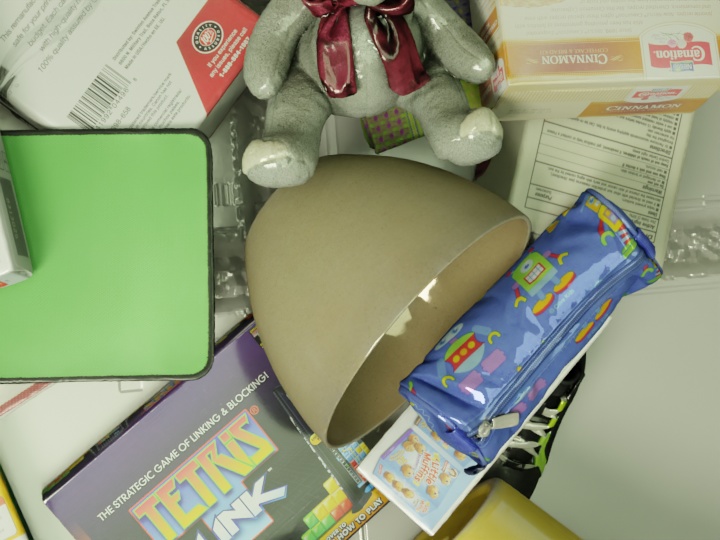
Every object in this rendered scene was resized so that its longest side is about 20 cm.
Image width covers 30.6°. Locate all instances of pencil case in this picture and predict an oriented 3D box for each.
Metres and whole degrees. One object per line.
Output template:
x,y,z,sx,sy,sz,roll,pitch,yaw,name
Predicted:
0.115,0.040,0.875,0.200,0.087,0.078,-47,118,-2,pencil case

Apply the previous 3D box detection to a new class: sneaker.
0.124,0.088,0.979,0.071,0.083,0.202,14,86,-13,sneaker

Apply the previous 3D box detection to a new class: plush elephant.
0.004,-0.172,0.817,0.163,0.155,0.201,-2,52,-1,plush elephant

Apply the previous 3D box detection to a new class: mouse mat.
-0.191,-0.010,0.830,0.198,0.008,0.163,-1,85,-3,mouse mat

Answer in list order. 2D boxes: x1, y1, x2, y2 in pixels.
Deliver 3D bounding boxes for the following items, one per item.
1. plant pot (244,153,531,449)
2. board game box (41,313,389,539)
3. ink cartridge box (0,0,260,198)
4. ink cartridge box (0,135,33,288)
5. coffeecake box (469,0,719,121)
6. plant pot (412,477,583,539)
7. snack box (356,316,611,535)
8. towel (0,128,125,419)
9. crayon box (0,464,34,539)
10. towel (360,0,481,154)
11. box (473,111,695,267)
0.000,0.000,0.885,0.134,0.201,0.200,42,79,17,plant pot
-0.097,0.157,0.936,0.200,0.057,0.166,-41,100,-12,board game box
-0.182,-0.158,0.890,0.199,0.084,0.145,36,81,-2,ink cartridge box
-0.317,-0.047,0.810,0.198,0.050,0.164,-16,86,5,ink cartridge box
0.152,-0.208,0.883,0.152,0.073,0.202,-3,78,-9,coffeecake box
0.113,0.259,0.922,0.201,0.201,0.189,-43,89,-11,plant pot
0.087,0.087,0.929,0.072,0.024,0.200,40,84,7,snack box
-0.260,-0.003,0.841,0.143,0.023,0.201,-32,87,-4,towel
-0.307,0.146,0.885,0.125,0.052,0.201,-23,95,-14,crayon box
0.045,-0.193,0.941,0.143,0.023,0.202,-20,72,8,towel
0.168,-0.110,0.980,0.127,0.109,0.202,15,86,-13,box
